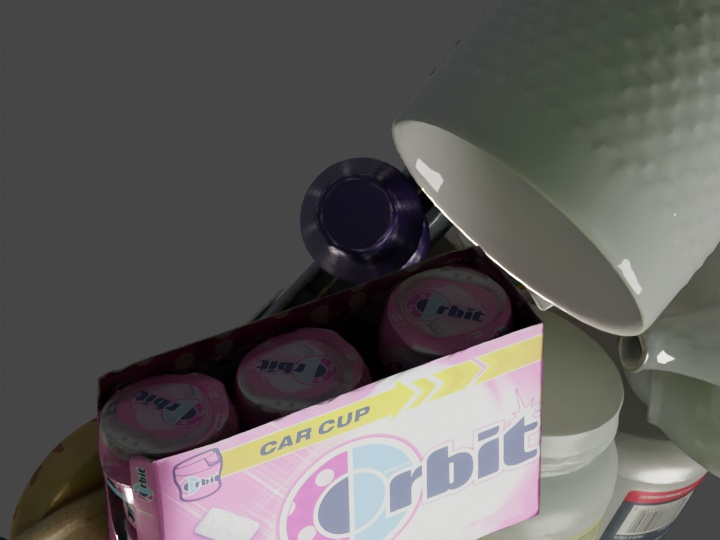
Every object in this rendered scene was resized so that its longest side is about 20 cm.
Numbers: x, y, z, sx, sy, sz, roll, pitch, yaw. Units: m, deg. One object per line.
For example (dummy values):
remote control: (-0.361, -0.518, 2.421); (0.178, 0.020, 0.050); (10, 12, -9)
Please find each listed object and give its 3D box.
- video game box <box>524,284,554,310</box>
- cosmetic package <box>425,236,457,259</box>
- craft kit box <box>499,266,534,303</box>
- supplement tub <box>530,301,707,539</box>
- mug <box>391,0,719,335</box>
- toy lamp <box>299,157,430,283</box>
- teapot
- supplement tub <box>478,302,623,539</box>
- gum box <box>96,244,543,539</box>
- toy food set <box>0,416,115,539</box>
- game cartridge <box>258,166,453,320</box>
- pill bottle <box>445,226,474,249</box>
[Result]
video game box: (0.160, -0.060, 1.489); (0.199, 0.047, 0.182); (-32, -176, 5)
cosmetic package: (-0.018, 0.059, 1.767); (0.200, 0.073, 0.104); (-44, 174, -6)
craft kit box: (0.012, 0.084, 1.681); (0.200, 0.048, 0.198); (-25, 147, -48)
supplement tub: (0.107, 0.127, 1.690); (0.140, 0.140, 0.201); (-39, 162, -53)
mug: (0.112, -0.088, 1.354); (0.176, 0.148, 0.200); (-50, -153, -12)
toy lamp: (0.004, -0.020, 1.376); (0.058, 0.058, 0.200); (-45, 174, 1)
teapot: (0.193, 0.022, 1.549); (0.201, 0.145, 0.198); (86, 10, -54)
supplement tub: (0.050, 0.127, 1.547); (0.145, 0.144, 0.201); (-39, 151, -54)
gum box: (-0.021, 0.079, 1.298); (0.199, 0.066, 0.114); (-19, 132, -20)
toy food set: (-0.148, 0.156, 1.383); (0.197, 0.049, 0.200); (-36, 157, -10)
game cartridge: (0.000, 0.000, 1.653); (0.200, 0.040, 0.133); (-46, 172, 5)
pill bottle: (0.028, 0.054, 1.903); (0.200, 0.110, 0.110); (-47, 175, 23)
